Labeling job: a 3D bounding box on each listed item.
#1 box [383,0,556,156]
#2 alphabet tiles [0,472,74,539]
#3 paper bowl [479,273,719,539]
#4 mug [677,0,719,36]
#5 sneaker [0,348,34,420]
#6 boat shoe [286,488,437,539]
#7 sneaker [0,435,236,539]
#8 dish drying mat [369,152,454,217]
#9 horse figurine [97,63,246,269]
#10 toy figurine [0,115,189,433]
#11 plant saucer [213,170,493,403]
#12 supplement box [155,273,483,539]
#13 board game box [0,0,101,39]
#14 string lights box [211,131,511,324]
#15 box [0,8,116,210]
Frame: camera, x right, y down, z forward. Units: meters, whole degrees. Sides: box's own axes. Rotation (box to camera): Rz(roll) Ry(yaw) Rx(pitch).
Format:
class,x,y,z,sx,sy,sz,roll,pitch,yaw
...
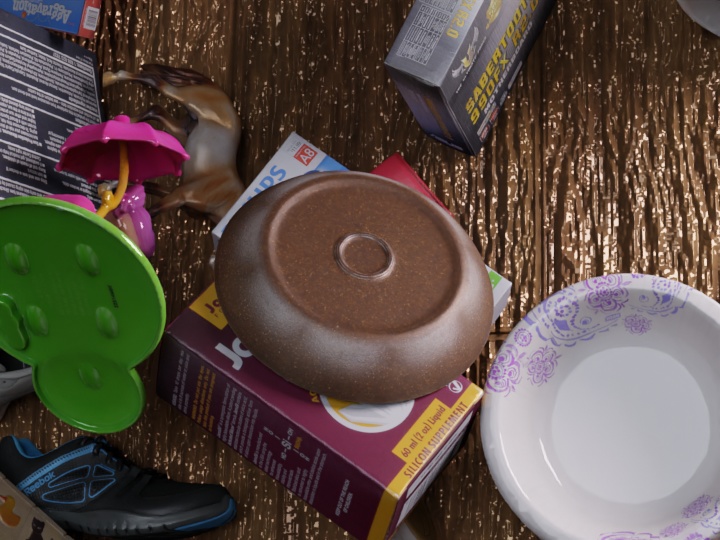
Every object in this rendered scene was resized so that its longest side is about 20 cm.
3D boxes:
class,x,y,z,sx,sy,sz,roll,pitch,yaw
box,0.097,-0.202,1.348,0.048,0.158,0.201,24,82,18
alphabet tiles,-0.275,0.239,1.361,0.200,0.008,0.168,38,114,21
paper bowl,0.189,0.110,1.272,0.200,0.104,0.202,-3,74,12
mug,0.328,-0.278,1.312,0.133,0.178,0.201,22,76,-7
sneaker,-0.295,0.080,1.402,0.200,0.092,0.076,-30,70,5
boat shoe,-0.024,0.141,1.337,0.069,0.071,0.200,-44,68,8
sneaker,-0.190,0.161,1.365,0.199,0.073,0.082,-1,76,13
dish drying mat,-0.025,-0.001,1.398,0.200,0.018,0.077,-41,71,1
horse figurine,-0.137,-0.091,1.417,0.132,0.050,0.201,3,56,-11
toy figurine,-0.175,-0.019,1.286,0.149,0.201,0.184,0,37,17
plant saucer,0.000,-0.001,1.259,0.199,0.037,0.201,8,51,-10
supplement box,-0.031,0.084,1.265,0.200,0.086,0.110,34,56,13
board game box,-0.275,-0.250,1.458,0.199,0.019,0.103,16,94,37
string lights box,0.000,0.000,1.342,0.200,0.059,0.103,35,74,10
box,-0.288,-0.082,1.376,0.123,0.200,0.199,-20,71,24
